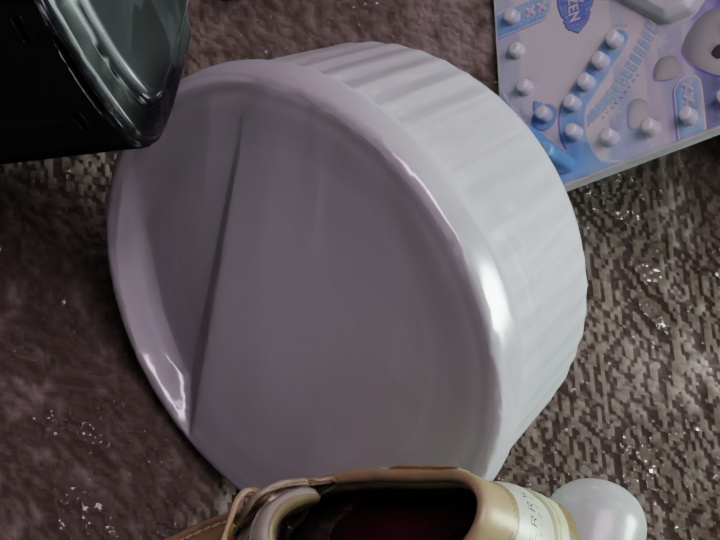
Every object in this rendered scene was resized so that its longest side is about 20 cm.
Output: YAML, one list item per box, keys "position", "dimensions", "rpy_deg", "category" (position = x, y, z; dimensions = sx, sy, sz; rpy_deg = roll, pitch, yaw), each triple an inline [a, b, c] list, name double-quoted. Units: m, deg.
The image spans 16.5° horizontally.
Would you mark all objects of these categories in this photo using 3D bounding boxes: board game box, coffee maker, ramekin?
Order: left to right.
- position: [-0.174, -0.084, 0.951]
  dimensions: [0.135, 0.200, 0.192]
  rpy_deg: [34, 53, -60]
  category: "coffee maker"
- position: [0.000, 0.000, 0.998]
  dimensions: [0.202, 0.202, 0.094]
  rpy_deg: [51, 46, 8]
  category: "ramekin"
- position: [0.139, -0.150, 1.136]
  dimensions: [0.026, 0.200, 0.200]
  rpy_deg: [30, 49, -45]
  category: "board game box"

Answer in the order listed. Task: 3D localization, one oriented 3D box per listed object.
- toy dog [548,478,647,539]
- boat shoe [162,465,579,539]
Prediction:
- position: [0.035, 0.173, 0.980]
  dimensions: [0.096, 0.132, 0.200]
  rpy_deg: [15, 44, 30]
  category: "toy dog"
- position: [-0.019, 0.106, 0.933]
  dimensions: [0.066, 0.200, 0.074]
  rpy_deg: [40, 44, -47]
  category: "boat shoe"
